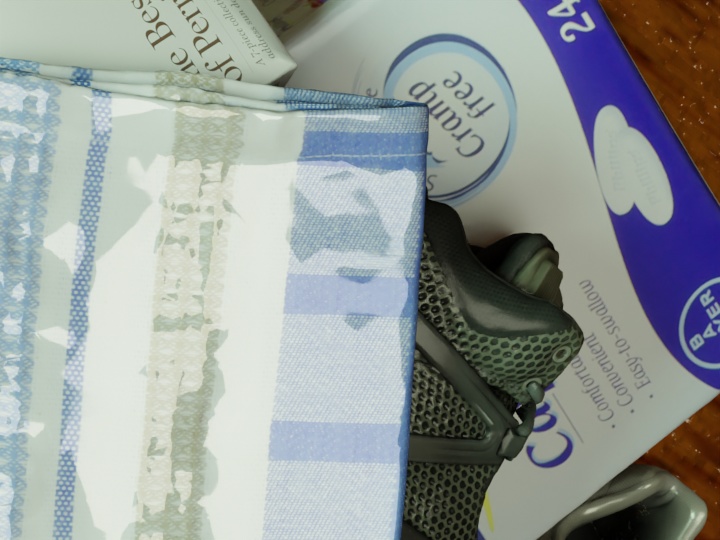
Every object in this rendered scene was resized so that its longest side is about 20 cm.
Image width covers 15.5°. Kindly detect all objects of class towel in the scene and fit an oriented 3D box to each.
[{"bbox_3d":[-0.077,0.020,0.663,0.198,0.024,0.148,4,93,-20],"label":"towel"}]

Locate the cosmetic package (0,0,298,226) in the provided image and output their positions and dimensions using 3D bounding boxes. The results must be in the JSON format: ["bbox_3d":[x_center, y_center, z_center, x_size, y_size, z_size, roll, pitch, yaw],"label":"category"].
[{"bbox_3d":[-0.109,-0.109,0.712,0.082,0.051,0.201,-35,87,-18],"label":"cosmetic package"}]

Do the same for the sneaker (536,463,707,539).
[{"bbox_3d":[0.047,0.132,0.843,0.076,0.092,0.201,43,50,-17],"label":"sneaker"}]

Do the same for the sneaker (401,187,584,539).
[{"bbox_3d":[0.023,0.061,0.752,0.113,0.076,0.201,-21,105,-7],"label":"sneaker"}]

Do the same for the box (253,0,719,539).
[{"bbox_3d":[0.000,0.000,0.827,0.200,0.105,0.184,-38,114,-7],"label":"box"}]
